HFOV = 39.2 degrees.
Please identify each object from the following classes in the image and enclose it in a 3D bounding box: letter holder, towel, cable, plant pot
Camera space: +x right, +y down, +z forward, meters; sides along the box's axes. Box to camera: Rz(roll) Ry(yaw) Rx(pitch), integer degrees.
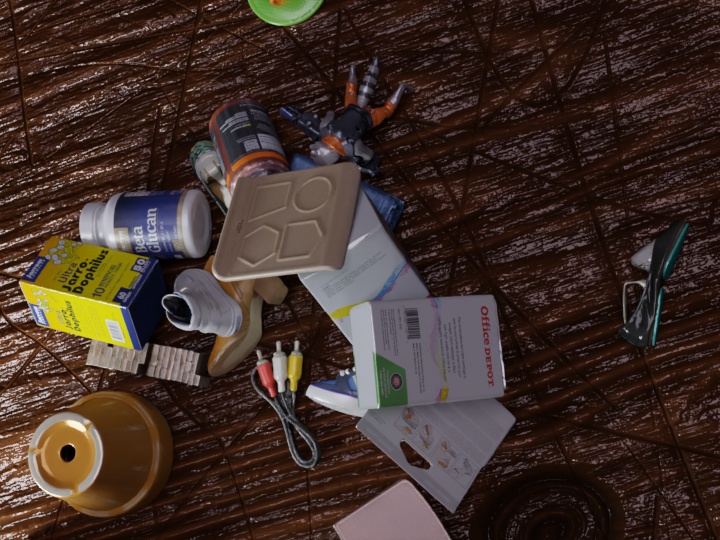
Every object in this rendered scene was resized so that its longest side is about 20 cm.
[{"bbox_3d":[0.075,0.424,1.499,0.141,0.101,0.201,-33,76,2],"label":"letter holder"},{"bbox_3d":[-0.038,-0.103,1.634,0.198,0.049,0.113,27,87,14],"label":"towel"},{"bbox_3d":[-0.123,0.215,1.597,0.096,0.050,0.203,-14,77,10],"label":"cable"},{"bbox_3d":[-0.417,0.287,1.577,0.197,0.183,0.203,-2,80,11],"label":"plant pot"}]

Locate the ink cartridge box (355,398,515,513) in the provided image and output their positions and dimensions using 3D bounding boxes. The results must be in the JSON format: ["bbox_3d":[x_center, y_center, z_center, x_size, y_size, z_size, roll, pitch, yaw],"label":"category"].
[{"bbox_3d":[0.107,0.224,1.489,0.200,0.045,0.177,42,70,-9],"label":"ink cartridge box"}]

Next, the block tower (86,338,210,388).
[{"bbox_3d":[-0.343,0.146,1.652,0.197,0.054,0.059,11,84,12],"label":"block tower"}]

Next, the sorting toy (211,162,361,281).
[{"bbox_3d":[-0.102,-0.067,1.451,0.197,0.037,0.187,-4,55,21],"label":"sorting toy"}]

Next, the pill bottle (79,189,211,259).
[{"bbox_3d":[-0.354,-0.074,1.661,0.197,0.111,0.113,-2,80,11],"label":"pill bottle"}]

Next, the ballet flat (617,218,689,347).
[{"bbox_3d":[0.432,0.013,1.511,0.068,0.068,0.203,16,84,22],"label":"ballet flat"}]

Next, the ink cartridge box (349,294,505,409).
[{"bbox_3d":[0.095,0.115,1.434,0.197,0.084,0.147,-2,82,-21],"label":"ink cartridge box"}]

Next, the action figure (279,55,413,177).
[{"bbox_3d":[-0.034,-0.252,1.622,0.198,0.105,0.195,27,70,9],"label":"action figure"}]

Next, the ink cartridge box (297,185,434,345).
[{"bbox_3d":[0.000,0.000,1.509,0.144,0.201,0.146,-34,37,5],"label":"ink cartridge box"}]

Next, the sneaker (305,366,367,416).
[{"bbox_3d":[0.024,0.151,1.570,0.197,0.081,0.148,9,75,16],"label":"sneaker"}]

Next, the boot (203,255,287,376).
[{"bbox_3d":[-0.216,0.055,1.643,0.144,0.071,0.202,42,99,28],"label":"boot"}]

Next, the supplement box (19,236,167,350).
[{"bbox_3d":[-0.428,0.036,1.635,0.197,0.110,0.110,12,49,15],"label":"supplement box"}]

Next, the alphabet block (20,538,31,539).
[{"bbox_3d":[-0.518,0.542,1.549,0.193,0.200,0.199,17,84,14],"label":"alphabet block"}]

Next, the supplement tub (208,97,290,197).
[{"bbox_3d":[-0.172,-0.173,1.612,0.106,0.107,0.202,-26,54,6],"label":"supplement tub"}]

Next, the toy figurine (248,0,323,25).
[{"bbox_3d":[-0.120,-0.519,1.648,0.198,0.184,0.152,-27,77,5],"label":"toy figurine"}]

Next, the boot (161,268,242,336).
[{"bbox_3d":[-0.270,0.043,1.587,0.199,0.095,0.075,28,104,50],"label":"boot"}]

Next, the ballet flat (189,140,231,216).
[{"bbox_3d":[-0.223,-0.143,1.668,0.074,0.074,0.201,-40,75,3],"label":"ballet flat"}]
